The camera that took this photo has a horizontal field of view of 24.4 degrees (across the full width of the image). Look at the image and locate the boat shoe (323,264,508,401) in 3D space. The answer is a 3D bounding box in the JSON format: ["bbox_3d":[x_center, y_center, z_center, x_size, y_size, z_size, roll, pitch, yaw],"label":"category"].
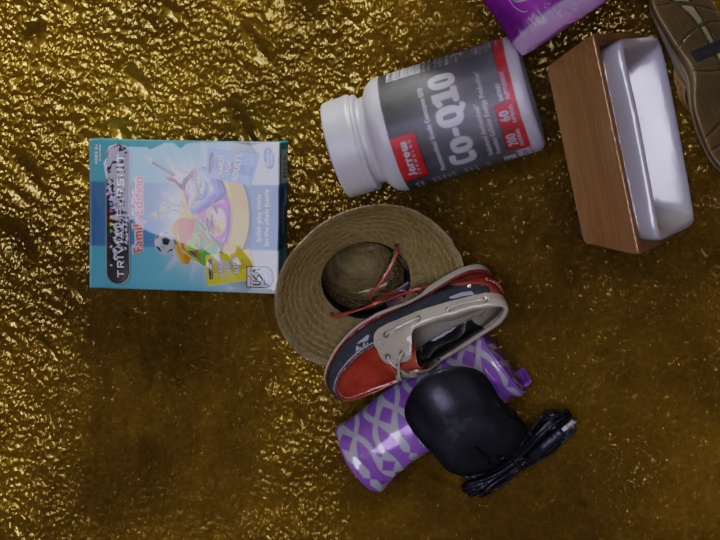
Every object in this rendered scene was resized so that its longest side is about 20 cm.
[{"bbox_3d":[0.053,0.070,1.616,0.199,0.063,0.071,-33,129,6],"label":"boat shoe"}]

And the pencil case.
[{"bbox_3d":[0.068,0.142,1.654,0.199,0.084,0.086,-35,127,13],"label":"pencil case"}]

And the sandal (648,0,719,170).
[{"bbox_3d":[0.328,-0.185,1.594,0.080,0.054,0.202,-18,76,-17],"label":"sandal"}]

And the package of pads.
[{"bbox_3d":[0.192,-0.296,1.509,0.199,0.076,0.121,-30,98,43],"label":"package of pads"}]

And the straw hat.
[{"bbox_3d":[0.000,0.000,1.643,0.199,0.085,0.203,-9,125,-13],"label":"straw hat"}]

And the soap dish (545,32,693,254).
[{"bbox_3d":[0.245,-0.120,1.568,0.080,0.157,0.202,-11,93,26],"label":"soap dish"}]

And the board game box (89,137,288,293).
[{"bbox_3d":[-0.174,-0.056,1.690,0.198,0.047,0.153,1,95,9],"label":"board game box"}]

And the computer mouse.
[{"bbox_3d":[0.119,0.158,1.596,0.138,0.200,0.053,-38,46,13],"label":"computer mouse"}]

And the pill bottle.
[{"bbox_3d":[0.069,-0.143,1.608,0.198,0.114,0.115,-17,93,10],"label":"pill bottle"}]
